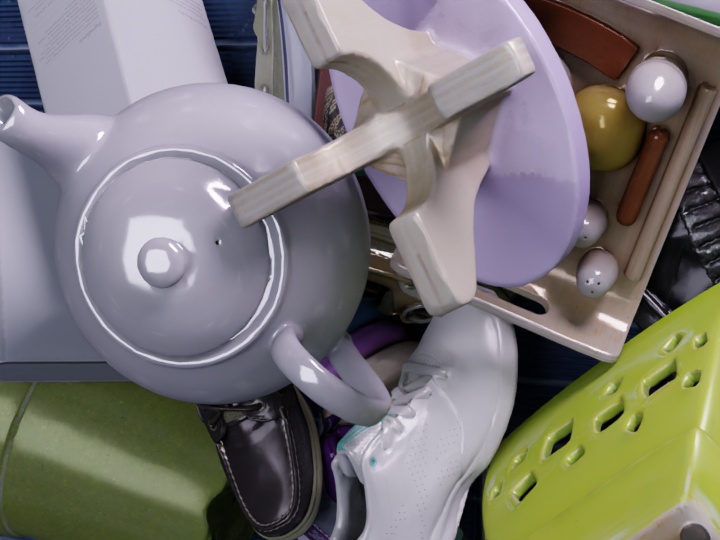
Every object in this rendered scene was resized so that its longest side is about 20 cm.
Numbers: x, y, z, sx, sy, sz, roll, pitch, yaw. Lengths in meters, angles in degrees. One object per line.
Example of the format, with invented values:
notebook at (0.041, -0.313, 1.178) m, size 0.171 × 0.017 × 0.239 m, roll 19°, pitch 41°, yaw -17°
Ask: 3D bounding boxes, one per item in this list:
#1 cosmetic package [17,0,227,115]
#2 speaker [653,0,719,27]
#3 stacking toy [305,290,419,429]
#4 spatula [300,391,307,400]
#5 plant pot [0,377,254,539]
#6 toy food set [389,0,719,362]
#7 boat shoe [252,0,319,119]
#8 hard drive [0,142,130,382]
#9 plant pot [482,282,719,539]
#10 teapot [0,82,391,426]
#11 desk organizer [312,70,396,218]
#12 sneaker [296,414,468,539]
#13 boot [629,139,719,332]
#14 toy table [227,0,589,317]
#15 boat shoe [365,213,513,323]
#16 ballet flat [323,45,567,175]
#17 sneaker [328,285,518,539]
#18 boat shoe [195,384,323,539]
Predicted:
cosmetic package at (-0.147, -0.115, 1.111) m, size 0.081 × 0.112 × 0.202 m, roll -34°, pitch 56°, yaw 29°
speaker at (0.209, -0.161, 0.944) m, size 0.199 × 0.088 × 0.089 m, roll 20°, pitch 104°, yaw 27°
stacking toy at (-0.041, 0.012, 1.115) m, size 0.085 × 0.085 × 0.200 m, roll -48°, pitch 67°, yaw 25°
spatula at (-0.085, 0.027, 1.171) m, size 0.200 × 0.020 × 0.057 m, roll 43°, pitch 126°, yaw 17°
plant pot at (-0.161, 0.123, 1.146) m, size 0.188 × 0.200 × 0.202 m, roll 22°, pitch 106°, yaw 14°
toy food set at (0.108, -0.062, 0.912) m, size 0.142 × 0.060 × 0.202 m, roll 22°, pitch 115°, yaw 8°
boat shoe at (-0.044, -0.164, 1.101) m, size 0.062 × 0.072 × 0.202 m, roll 5°, pitch 99°, yaw 32°
hard drive at (-0.184, -0.018, 1.124) m, size 0.026 × 0.130 × 0.202 m, roll 113°, pitch 152°, yaw -51°
plant pot at (0.181, 0.159, 0.906) m, size 0.199 × 0.182 × 0.200 m, roll 47°, pitch 120°, yaw -5°
teapot at (-0.088, -0.008, 0.934) m, size 0.198 × 0.146 × 0.200 m, roll -5°, pitch 96°, yaw 9°
desk organizer at (0.024, -0.138, 1.064) m, size 0.076 × 0.071 × 0.202 m, roll 14°, pitch 102°, yaw 31°
sneaker at (0.039, 0.175, 1.054) m, size 0.199 × 0.075 × 0.088 m, roll 34°, pitch 132°, yaw 2°
boot at (0.188, -0.060, 0.968) m, size 0.211 × 0.079 × 0.158 m, roll 45°, pitch 122°, yaw 7°
toy table at (0.031, -0.075, 0.857) m, size 0.184 × 0.117 × 0.201 m, roll -39°, pitch 85°, yaw 32°
boat shoe at (0.000, -0.001, 1.049) m, size 0.199 × 0.073 × 0.064 m, roll 27°, pitch 80°, yaw -11°
ballet flat at (0.062, -0.124, 0.978) m, size 0.199 × 0.068 × 0.076 m, roll -22°, pitch 68°, yaw 21°
sneaker at (0.027, 0.098, 0.981) m, size 0.075 × 0.088 × 0.202 m, roll 9°, pitch 79°, yaw 57°
boat shoe at (-0.079, 0.072, 1.046) m, size 0.073 × 0.065 × 0.202 m, roll -27°, pitch 66°, yaw 21°
